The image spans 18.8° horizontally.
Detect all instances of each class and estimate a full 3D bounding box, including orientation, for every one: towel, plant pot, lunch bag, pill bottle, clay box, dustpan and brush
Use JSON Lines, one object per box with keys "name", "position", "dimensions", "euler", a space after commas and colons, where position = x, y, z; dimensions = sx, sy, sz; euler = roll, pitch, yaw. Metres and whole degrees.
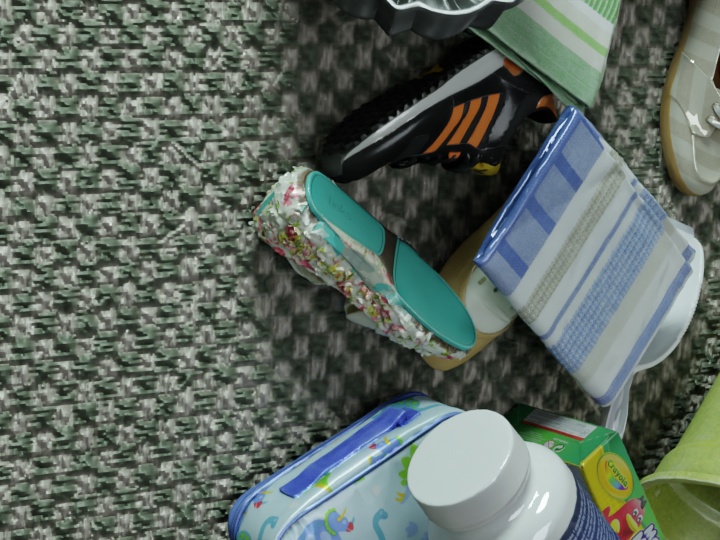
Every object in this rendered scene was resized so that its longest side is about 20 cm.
{"name": "towel", "position": [0.137, -0.231, 1.567], "dimensions": [0.152, 0.023, 0.201], "euler": [34, 60, -33]}
{"name": "plant pot", "position": [0.340, 0.136, 1.726], "dimensions": [0.200, 0.200, 0.185], "euler": [41, 63, -33]}
{"name": "lunch bag", "position": [0.010, 0.189, 1.549], "dimensions": [0.199, 0.082, 0.162], "euler": [-33, 118, -26]}
{"name": "pill bottle", "position": [0.115, 0.190, 1.507], "dimensions": [0.111, 0.111, 0.200], "euler": [-50, 126, -18]}
{"name": "clay box", "position": [0.179, 0.201, 1.653], "dimensions": [0.048, 0.115, 0.201], "euler": [-39, 119, -24]}
{"name": "towel", "position": [0.166, -0.008, 1.589], "dimensions": [0.200, 0.024, 0.147], "euler": [46, 69, -40]}
{"name": "dustpan and brush", "position": [0.203, 0.047, 1.676], "dimensions": [0.139, 0.057, 0.201], "euler": [21, 86, -36]}

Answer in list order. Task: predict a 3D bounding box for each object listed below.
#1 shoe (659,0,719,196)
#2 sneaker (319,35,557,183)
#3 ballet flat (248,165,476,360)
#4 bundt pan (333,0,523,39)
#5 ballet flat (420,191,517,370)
{"name": "shoe", "position": [0.280, -0.157, 1.700], "dimensions": [0.070, 0.053, 0.201], "euler": [5, 95, -36]}
{"name": "sneaker", "position": [0.064, -0.097, 1.541], "dimensions": [0.200, 0.070, 0.090], "euler": [-35, 108, -28]}
{"name": "ballet flat", "position": [0.000, 0.000, 1.525], "dimensions": [0.200, 0.064, 0.076], "euler": [44, 37, -29]}
{"name": "bundt pan", "position": [0.043, -0.240, 1.459], "dimensions": [0.200, 0.076, 0.203], "euler": [3, 66, -7]}
{"name": "ballet flat", "position": [0.113, -0.011, 1.600], "dimensions": [0.069, 0.063, 0.200], "euler": [43, 73, -26]}
